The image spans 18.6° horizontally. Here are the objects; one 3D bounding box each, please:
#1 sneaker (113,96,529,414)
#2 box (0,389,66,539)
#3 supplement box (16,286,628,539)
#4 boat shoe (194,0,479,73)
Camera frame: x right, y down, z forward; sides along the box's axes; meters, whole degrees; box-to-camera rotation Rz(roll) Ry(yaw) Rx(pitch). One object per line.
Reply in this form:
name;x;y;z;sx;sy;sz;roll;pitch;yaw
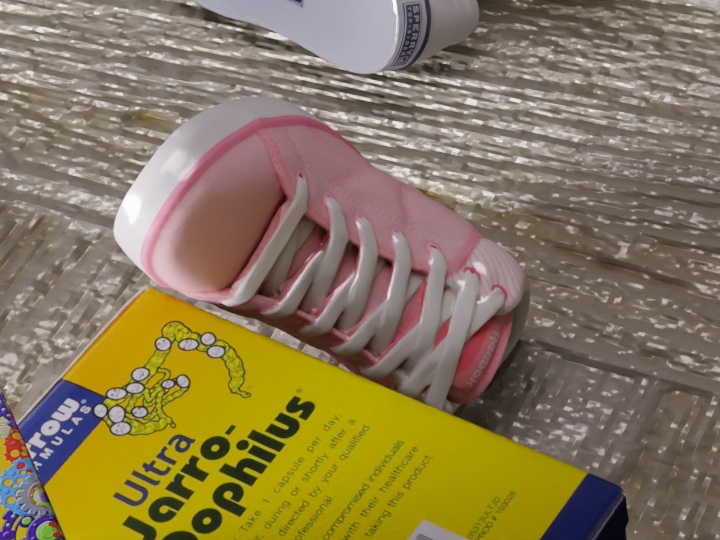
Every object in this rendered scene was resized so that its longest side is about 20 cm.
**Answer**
sneaker;0.000;0.000;0.802;0.105;0.200;0.075;38;100;26
box;-0.107;0.182;0.628;0.122;0.200;0.193;-23;48;-10
supplement box;-0.018;0.107;0.743;0.200;0.109;0.110;22;54;28
boat shoe;-0.028;-0.146;1.023;0.065;0.074;0.200;-13;41;-42
